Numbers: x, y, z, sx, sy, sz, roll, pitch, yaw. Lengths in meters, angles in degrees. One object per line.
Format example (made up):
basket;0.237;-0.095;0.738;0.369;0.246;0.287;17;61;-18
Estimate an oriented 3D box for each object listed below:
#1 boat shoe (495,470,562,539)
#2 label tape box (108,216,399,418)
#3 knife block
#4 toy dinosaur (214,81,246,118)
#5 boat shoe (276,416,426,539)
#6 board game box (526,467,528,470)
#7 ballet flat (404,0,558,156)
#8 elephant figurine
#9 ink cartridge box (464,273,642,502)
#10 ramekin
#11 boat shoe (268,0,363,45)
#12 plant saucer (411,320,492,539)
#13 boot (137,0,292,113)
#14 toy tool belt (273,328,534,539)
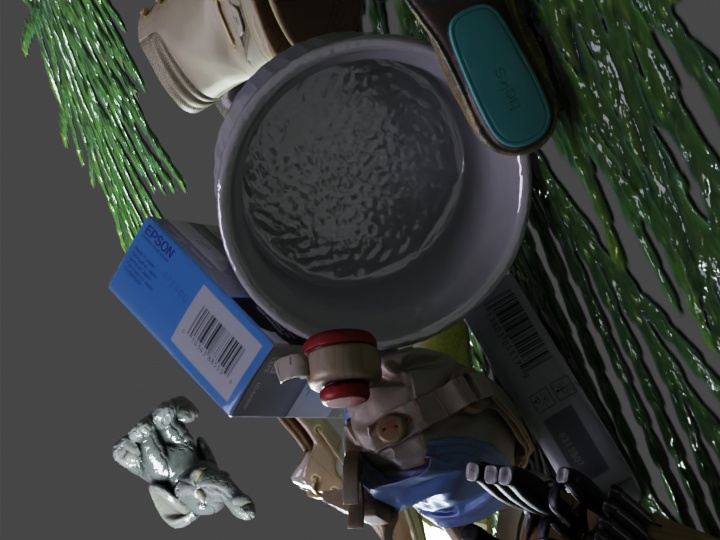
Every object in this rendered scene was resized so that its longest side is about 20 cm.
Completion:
boat shoe;0.152;0.228;1.589;0.064;0.071;0.200;18;139;39
label tape box;-0.050;0.034;1.477;0.143;0.200;0.066;43;114;33
knife block;0.133;0.178;1.367;0.175;0.064;0.200;21;163;-1
toy dinosaur;-0.075;-0.142;1.692;0.077;0.102;0.200;42;154;57
boat shoe;-0.023;0.137;1.624;0.200;0.069;0.074;58;165;10
board game box;0.130;0.210;1.680;0.103;0.019;0.200;-109;3;-55
ballet flat;0.058;-0.161;1.270;0.200;0.071;0.071;67;166;-9
elephant figurine;-0.236;0.284;2.979;0.200;0.142;0.155;48;-166;3
ink cartridge box;0.137;0.103;1.505;0.163;0.057;0.200;59;-175;19
ramekin;0.001;-0.057;1.390;0.098;0.200;0.201;-131;19;-71
boat shoe;-0.045;-0.246;1.492;0.065;0.071;0.200;-133;30;-67
plant saucer;0.068;0.151;1.602;0.200;0.048;0.200;80;-176;-54
boot;-0.110;-0.226;1.604;0.155;0.073;0.200;-20;87;51
toy tool belt;0.032;0.117;1.379;0.200;0.125;0.123;27;-128;-57
